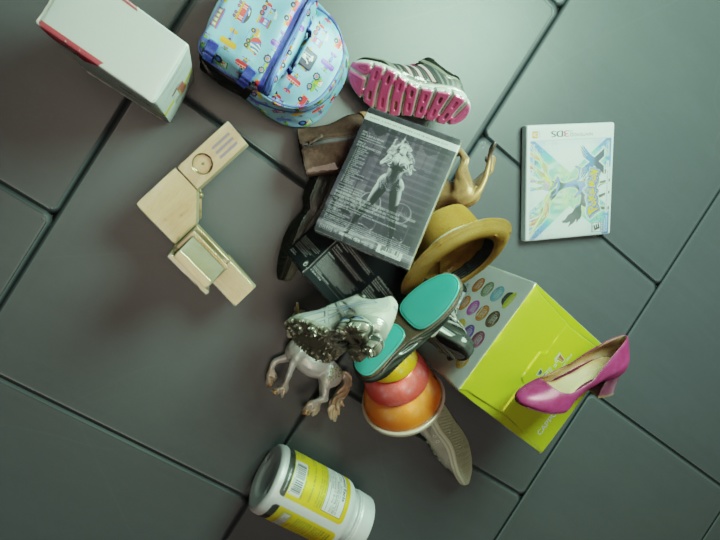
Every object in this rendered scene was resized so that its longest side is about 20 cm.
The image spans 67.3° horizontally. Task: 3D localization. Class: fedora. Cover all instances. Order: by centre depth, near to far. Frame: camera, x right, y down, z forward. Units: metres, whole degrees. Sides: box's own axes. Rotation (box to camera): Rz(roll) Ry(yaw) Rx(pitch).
[{"bbox_3d":[0.130,-0.038,0.812,0.197,0.202,0.083,-22,66,-10],"label":"fedora"}]

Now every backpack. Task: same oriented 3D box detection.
[{"bbox_3d":[-0.109,-0.311,0.769,0.198,0.134,0.184,34,90,-16],"label":"backpack"}]

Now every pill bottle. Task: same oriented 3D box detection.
[{"bbox_3d":[-0.079,0.391,0.919,0.198,0.114,0.115,34,91,-17],"label":"pill bottle"}]

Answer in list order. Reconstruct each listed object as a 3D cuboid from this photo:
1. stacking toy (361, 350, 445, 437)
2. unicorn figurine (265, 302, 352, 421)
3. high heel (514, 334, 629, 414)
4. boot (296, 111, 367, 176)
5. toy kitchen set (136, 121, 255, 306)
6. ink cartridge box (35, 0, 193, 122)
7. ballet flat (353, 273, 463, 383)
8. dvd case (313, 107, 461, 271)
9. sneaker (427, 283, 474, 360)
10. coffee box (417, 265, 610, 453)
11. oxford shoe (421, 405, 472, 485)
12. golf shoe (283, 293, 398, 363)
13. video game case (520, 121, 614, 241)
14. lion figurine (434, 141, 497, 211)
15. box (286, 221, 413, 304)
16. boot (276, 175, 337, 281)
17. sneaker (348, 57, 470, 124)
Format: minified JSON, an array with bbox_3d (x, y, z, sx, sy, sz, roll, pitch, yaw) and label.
[{"bbox_3d":[0.053,0.152,0.864,0.144,0.147,0.203,-24,128,-9],"label":"stacking toy"},{"bbox_3d":[-0.091,0.155,0.902,0.200,0.073,0.138,42,78,-32],"label":"unicorn figurine"},{"bbox_3d":[0.309,0.145,0.790,0.196,0.067,0.098,-6,114,-29],"label":"high heel"},{"bbox_3d":[-0.002,-0.155,0.820,0.163,0.073,0.203,-13,60,-11],"label":"boot"},{"bbox_3d":[-0.189,-0.075,0.779,0.180,0.163,0.201,-42,108,-3],"label":"toy kitchen set"},{"bbox_3d":[-0.298,-0.276,0.696,0.144,0.200,0.084,32,89,-17],"label":"ink cartridge box"},{"bbox_3d":[0.070,0.084,0.778,0.199,0.068,0.068,-41,148,1],"label":"ballet flat"},{"bbox_3d":[0.039,-0.119,0.764,0.146,0.016,0.203,22,80,12],"label":"dvd case"},{"bbox_3d":[0.142,0.066,0.877,0.116,0.199,0.075,-46,112,-10],"label":"sneaker"},{"bbox_3d":[0.250,0.137,0.913,0.199,0.198,0.201,38,90,-17],"label":"coffee box"},{"bbox_3d":[0.154,0.316,0.999,0.057,0.076,0.202,-15,118,31],"label":"oxford shoe"},{"bbox_3d":[-0.026,0.077,0.783,0.097,0.197,0.079,-48,120,-37],"label":"golf shoe"},{"bbox_3d":[0.376,-0.161,0.983,0.178,0.022,0.205,-5,102,-13],"label":"video game case"},{"bbox_3d":[0.134,-0.118,0.860,0.072,0.199,0.125,27,60,-28],"label":"lion figurine"},{"bbox_3d":[0.000,0.000,0.854,0.141,0.079,0.201,-41,129,-2],"label":"box"},{"bbox_3d":[-0.047,-0.057,0.873,0.129,0.068,0.203,23,95,-23],"label":"boot"},{"bbox_3d":[0.078,-0.294,0.853,0.196,0.089,0.074,13,139,-4],"label":"sneaker"}]
